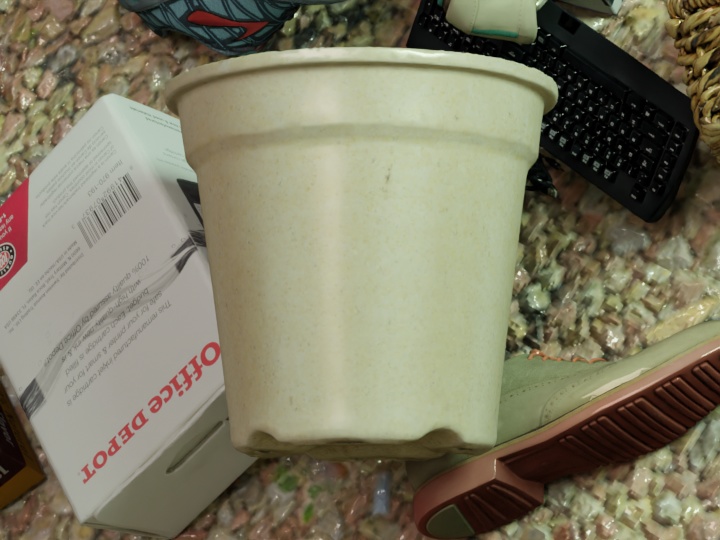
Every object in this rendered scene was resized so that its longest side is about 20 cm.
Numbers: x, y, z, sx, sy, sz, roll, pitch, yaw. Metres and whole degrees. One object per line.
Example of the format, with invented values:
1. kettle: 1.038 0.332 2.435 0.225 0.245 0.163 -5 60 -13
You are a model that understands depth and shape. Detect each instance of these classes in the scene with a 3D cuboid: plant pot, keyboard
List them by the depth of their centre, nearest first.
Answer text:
1. plant pot: 0.000 0.000 1.354 0.199 0.200 0.185 -4 81 25
2. keyboard: 0.091 -0.089 1.457 0.200 0.039 0.105 39 127 35

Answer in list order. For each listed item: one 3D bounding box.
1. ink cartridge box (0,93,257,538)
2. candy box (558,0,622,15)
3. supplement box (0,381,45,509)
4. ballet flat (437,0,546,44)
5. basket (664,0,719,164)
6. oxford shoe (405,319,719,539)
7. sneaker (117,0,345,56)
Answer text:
1. ink cartridge box: -0.122 0.028 1.503 0.145 0.083 0.200 -44 56 20
2. candy box: 0.102 -0.264 1.537 0.167 0.072 0.201 18 78 32
3. supplement box: -0.313 0.049 1.535 0.133 0.200 0.198 -35 57 9
4. ballet flat: 0.105 -0.211 1.442 0.069 0.069 0.201 18 81 31
5. basket: 0.255 -0.144 1.366 0.199 0.143 0.150 -18 63 19
6. oxford shoe: 0.106 0.064 1.396 0.199 0.070 0.075 -26 57 15
7. sneaker: -0.063 -0.170 1.569 0.199 0.096 0.079 9 53 40
